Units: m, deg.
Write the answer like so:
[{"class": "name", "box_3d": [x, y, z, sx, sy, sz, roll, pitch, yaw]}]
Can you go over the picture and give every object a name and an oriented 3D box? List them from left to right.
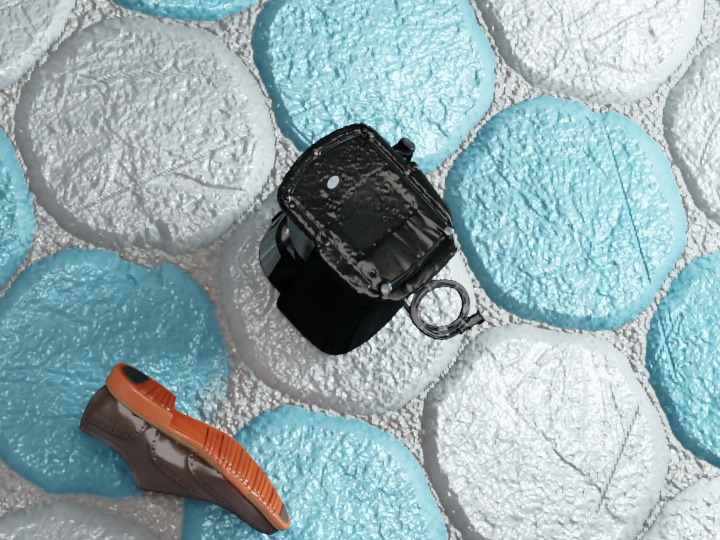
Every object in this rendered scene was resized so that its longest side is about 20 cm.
[{"class": "oxford shoe", "box_3d": [-0.147, 0.166, 1.593, 0.200, 0.071, 0.073, 40, 100, -2]}, {"class": "coffee maker", "box_3d": [0.000, 0.000, 1.587, 0.134, 0.200, 0.193, -18, 77, -13]}]
